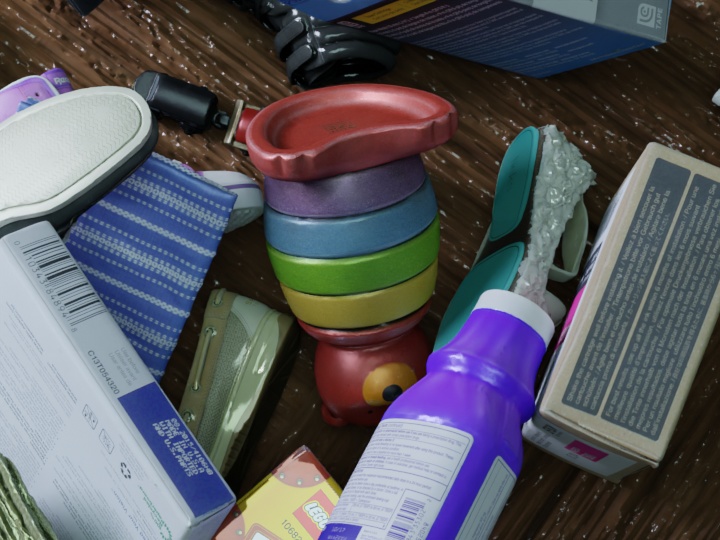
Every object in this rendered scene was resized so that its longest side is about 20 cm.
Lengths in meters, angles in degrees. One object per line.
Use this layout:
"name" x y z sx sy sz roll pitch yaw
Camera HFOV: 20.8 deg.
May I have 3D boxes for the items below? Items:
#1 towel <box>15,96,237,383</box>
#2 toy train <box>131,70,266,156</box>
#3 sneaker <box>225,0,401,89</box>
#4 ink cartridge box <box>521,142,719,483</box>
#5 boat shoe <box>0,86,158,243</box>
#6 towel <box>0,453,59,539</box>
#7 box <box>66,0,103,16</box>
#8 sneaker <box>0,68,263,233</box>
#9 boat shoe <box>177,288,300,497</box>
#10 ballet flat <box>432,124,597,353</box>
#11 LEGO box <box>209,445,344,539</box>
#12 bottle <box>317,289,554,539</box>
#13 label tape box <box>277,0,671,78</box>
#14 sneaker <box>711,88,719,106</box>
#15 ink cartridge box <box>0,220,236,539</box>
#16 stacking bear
"towel" -0.175 0.011 1.189 0.144 0.024 0.201 25 112 -1
"toy train" -0.051 -0.085 1.237 0.199 0.046 0.034 19 82 3
"sneaker" -0.059 -0.170 1.236 0.198 0.071 0.100 6 77 -3
"ink cartridge box" 0.159 0.030 1.143 0.075 0.200 0.166 23 82 4
"boat shoe" -0.197 -0.038 1.140 0.199 0.068 0.072 -34 60 11
"towel" -0.197 0.186 1.130 0.036 0.200 0.149 -24 82 -27
"box" -0.147 -0.273 1.230 0.200 0.044 0.160 -41 54 -5
"sneaker" -0.161 -0.074 1.226 0.199 0.073 0.115 -2 79 0
"boat shoe" -0.103 0.110 1.200 0.063 0.073 0.202 22 80 12
"ballet flat" 0.103 -0.003 1.188 0.071 0.072 0.201 20 57 3
"LEGO box" 0.005 0.206 1.144 0.077 0.149 0.200 -39 84 -5
"bottle" 0.044 0.103 1.059 0.083 0.065 0.201 4 55 42
"label tape box" 0.065 -0.174 1.164 0.199 0.143 0.067 13 81 -26
"sneaker" 0.290 -0.073 1.225 0.145 0.081 0.202 7 87 12
"ink cartridge box" -0.166 0.105 1.128 0.043 0.200 0.197 -25 71 -35
"stacking bear" 0.000 0.000 1.174 0.121 0.114 0.202 -15 113 -15
